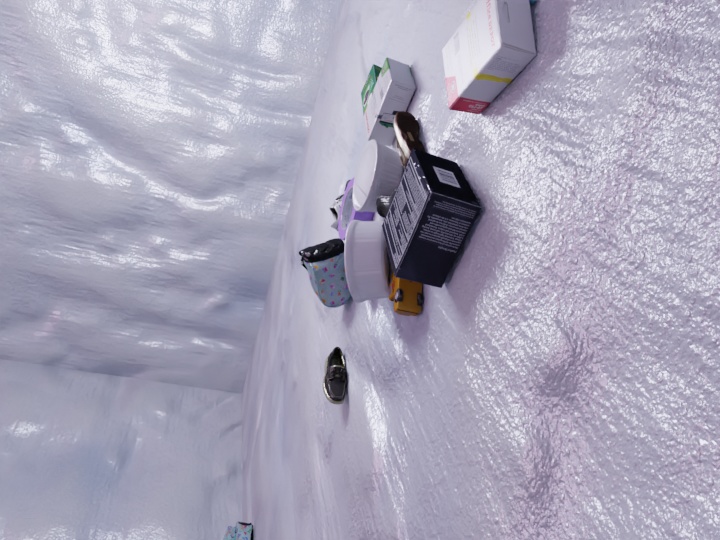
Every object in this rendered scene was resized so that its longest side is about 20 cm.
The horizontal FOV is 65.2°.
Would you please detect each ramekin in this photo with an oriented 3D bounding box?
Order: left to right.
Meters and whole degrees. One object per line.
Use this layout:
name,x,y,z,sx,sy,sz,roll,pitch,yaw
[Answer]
ramekin,0.033,-0.025,1.396,0.200,0.094,0.209,-3,-90,-73
ramekin,0.051,-0.263,1.624,0.202,0.091,0.210,-168,89,-72

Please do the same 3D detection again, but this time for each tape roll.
tape roll,-0.014,-0.196,1.840,0.199,0.063,0.208,-168,89,-72

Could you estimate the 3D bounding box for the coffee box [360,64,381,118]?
coffee box,0.046,-0.599,1.932,0.204,0.043,0.125,-96,24,-43

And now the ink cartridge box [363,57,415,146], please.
ink cartridge box,0.083,-0.500,1.683,0.149,0.082,0.203,-96,24,-46

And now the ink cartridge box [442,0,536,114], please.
ink cartridge box,0.244,-0.426,1.093,0.200,0.081,0.151,139,131,-64

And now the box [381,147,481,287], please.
box,0.141,-0.111,1.187,0.203,0.119,0.202,-100,28,-54

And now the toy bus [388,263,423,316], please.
toy bus,0.106,0.007,1.323,0.078,0.063,0.207,135,142,-61

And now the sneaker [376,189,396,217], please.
sneaker,0.088,-0.153,1.479,0.199,0.073,0.094,167,106,-74

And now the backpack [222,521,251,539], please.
backpack,-0.564,1.282,2.579,0.202,0.146,0.181,-111,38,-52

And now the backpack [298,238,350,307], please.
backpack,-0.103,0.017,1.819,0.127,0.161,0.207,-123,19,-72

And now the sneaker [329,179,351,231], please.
sneaker,-0.064,-0.237,1.996,0.074,0.086,0.207,137,142,-63

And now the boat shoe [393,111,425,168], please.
boat shoe,0.119,-0.339,1.490,0.076,0.072,0.207,111,161,-45

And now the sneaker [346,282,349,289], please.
sneaker,0.000,0.000,1.652,0.203,0.073,0.079,-104,26,-51

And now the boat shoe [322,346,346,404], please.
boat shoe,-0.076,0.314,1.713,0.203,0.069,0.068,-97,20,-56

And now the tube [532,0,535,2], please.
tube,0.316,-0.598,1.064,0.077,0.049,0.208,-176,91,-75
